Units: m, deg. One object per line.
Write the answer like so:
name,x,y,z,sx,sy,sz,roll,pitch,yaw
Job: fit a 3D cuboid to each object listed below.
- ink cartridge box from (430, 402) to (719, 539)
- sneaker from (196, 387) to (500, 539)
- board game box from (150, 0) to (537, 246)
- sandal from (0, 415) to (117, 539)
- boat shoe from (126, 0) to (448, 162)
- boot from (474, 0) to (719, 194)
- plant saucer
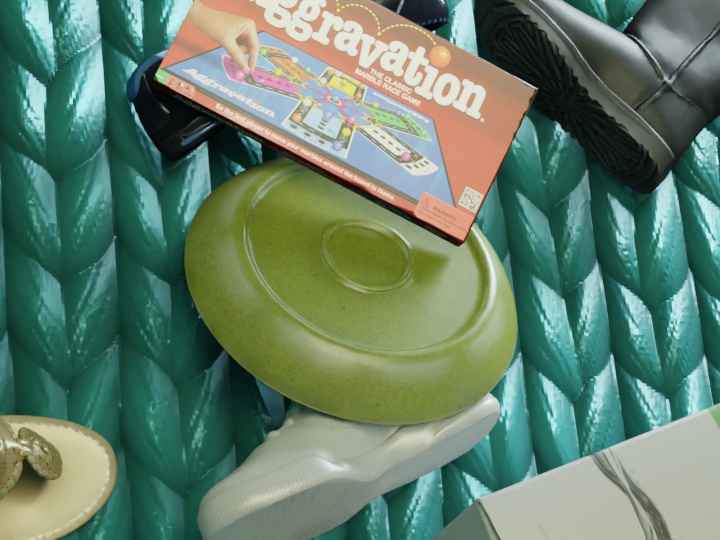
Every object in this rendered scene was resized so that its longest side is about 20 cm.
ink cartridge box,0.135,0.151,1.393,0.199,0.146,0.085,-18,73,-27
sneaker,-0.021,0.090,1.413,0.200,0.075,0.089,-22,67,-35
board game box,-0.008,-0.105,1.448,0.199,0.019,0.103,27,77,-5
sandal,-0.221,0.104,1.323,0.211,0.070,0.078,0,68,-21
boat shoe,-0.038,-0.114,1.495,0.199,0.084,0.069,-20,83,-10
boot,0.185,-0.168,1.596,0.165,0.066,0.200,47,63,-6
plant saucer,0.000,0.000,1.439,0.199,0.031,0.200,12,46,-13
